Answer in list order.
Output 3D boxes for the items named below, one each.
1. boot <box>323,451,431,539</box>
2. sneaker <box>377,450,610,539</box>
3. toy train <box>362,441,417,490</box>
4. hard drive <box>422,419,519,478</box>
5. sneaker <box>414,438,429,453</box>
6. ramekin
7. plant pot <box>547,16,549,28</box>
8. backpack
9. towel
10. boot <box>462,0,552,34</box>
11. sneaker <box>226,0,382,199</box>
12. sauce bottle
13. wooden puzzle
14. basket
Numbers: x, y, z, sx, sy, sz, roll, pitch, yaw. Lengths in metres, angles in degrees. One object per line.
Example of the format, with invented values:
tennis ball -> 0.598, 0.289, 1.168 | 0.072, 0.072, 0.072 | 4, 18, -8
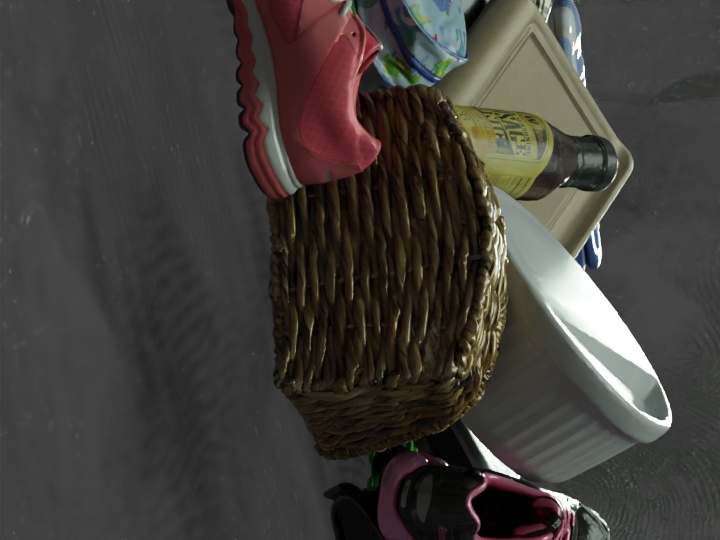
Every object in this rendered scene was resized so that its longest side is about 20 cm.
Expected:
boot -> 0.053, 0.219, 1.336 | 0.200, 0.069, 0.174 | 57, 22, 4
sneaker -> 0.107, 0.168, 1.282 | 0.200, 0.095, 0.079 | 19, 71, -40
toy train -> 0.022, 0.183, 1.454 | 0.200, 0.042, 0.057 | -89, 180, -47
hard drive -> 0.054, 0.065, 1.383 | 0.200, 0.033, 0.140 | 61, 19, -13
sneaker -> 0.053, 0.117, 1.625 | 0.085, 0.073, 0.201 | 113, -17, -69
ramekin -> 0.109, 0.050, 1.299 | 0.202, 0.094, 0.202 | 47, 15, -16
plant pot -> 0.084, -0.136, 1.694 | 0.200, 0.176, 0.201 | 60, 24, -70
backpack -> -0.003, -0.202, 1.285 | 0.163, 0.153, 0.201 | 31, 65, -69
towel -> 0.183, -0.117, 1.661 | 0.147, 0.024, 0.201 | 74, 13, -50
boot -> 0.055, -0.157, 1.424 | 0.154, 0.073, 0.204 | 20, 93, -46
sneaker -> -0.031, -0.146, 1.160 | 0.074, 0.086, 0.201 | -7, 89, -83
sauce bottle -> 0.099, -0.081, 1.363 | 0.200, 0.066, 0.066 | -1, 82, -44
wooden puzzle -> 0.104, -0.075, 1.436 | 0.185, 0.037, 0.200 | -55, 131, -16
basket -> 0.023, 0.002, 1.225 | 0.149, 0.142, 0.201 | 65, 20, -65
